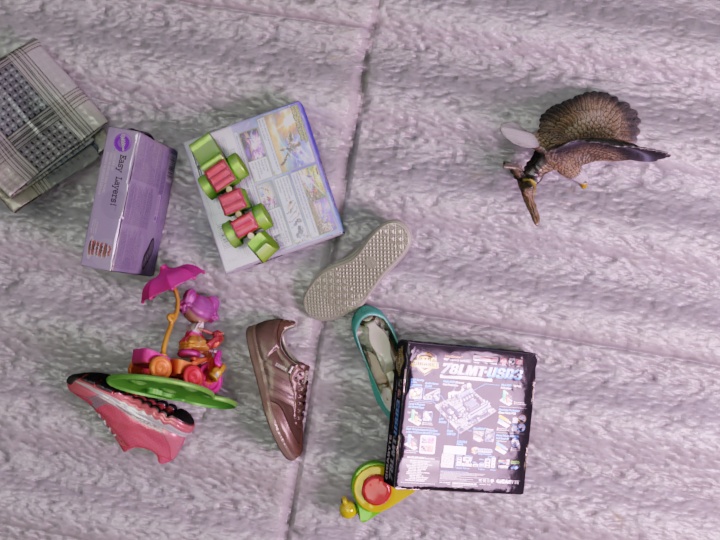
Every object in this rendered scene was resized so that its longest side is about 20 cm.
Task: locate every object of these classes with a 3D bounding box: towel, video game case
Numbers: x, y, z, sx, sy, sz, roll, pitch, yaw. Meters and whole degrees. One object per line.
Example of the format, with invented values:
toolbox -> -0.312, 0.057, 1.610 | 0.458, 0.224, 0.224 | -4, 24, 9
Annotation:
towel -> -0.478, -0.210, 1.590 | 0.192, 0.035, 0.200 | -41, 94, -26
video game case -> -0.137, -0.119, 1.600 | 0.180, 0.045, 0.201 | -19, 87, 6

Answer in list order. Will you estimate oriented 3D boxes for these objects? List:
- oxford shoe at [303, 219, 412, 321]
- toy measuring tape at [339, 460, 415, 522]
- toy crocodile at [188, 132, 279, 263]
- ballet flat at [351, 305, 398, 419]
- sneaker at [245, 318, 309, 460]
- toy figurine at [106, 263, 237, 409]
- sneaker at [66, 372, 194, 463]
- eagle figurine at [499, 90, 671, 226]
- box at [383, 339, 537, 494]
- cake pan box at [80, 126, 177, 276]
oxford shoe -> 0.000, 0.000, 1.583 | 0.200, 0.058, 0.075 | -43, 92, 18
toy measuring tape -> 0.052, 0.282, 1.565 | 0.199, 0.074, 0.074 | -32, 86, -3
toy crocodile -> -0.177, -0.100, 1.550 | 0.067, 0.062, 0.201 | -28, 86, 5
ballet flat -> 0.040, 0.144, 1.565 | 0.067, 0.070, 0.201 | -25, 87, 1
sneaker -> -0.103, 0.167, 1.578 | 0.075, 0.070, 0.201 | -17, 88, 4
toy figurine -> -0.246, 0.086, 1.569 | 0.150, 0.199, 0.186 | -10, 66, 46
sneaker -> -0.342, 0.214, 1.598 | 0.199, 0.074, 0.087 | 24, 95, 7
eagle figurine -> 0.300, -0.167, 1.525 | 0.199, 0.151, 0.152 | -31, 76, 14
box -> 0.139, 0.203, 1.533 | 0.198, 0.050, 0.200 | 6, 88, -18
cake pan box -> -0.316, -0.095, 1.546 | 0.052, 0.184, 0.202 | 11, 91, 5
